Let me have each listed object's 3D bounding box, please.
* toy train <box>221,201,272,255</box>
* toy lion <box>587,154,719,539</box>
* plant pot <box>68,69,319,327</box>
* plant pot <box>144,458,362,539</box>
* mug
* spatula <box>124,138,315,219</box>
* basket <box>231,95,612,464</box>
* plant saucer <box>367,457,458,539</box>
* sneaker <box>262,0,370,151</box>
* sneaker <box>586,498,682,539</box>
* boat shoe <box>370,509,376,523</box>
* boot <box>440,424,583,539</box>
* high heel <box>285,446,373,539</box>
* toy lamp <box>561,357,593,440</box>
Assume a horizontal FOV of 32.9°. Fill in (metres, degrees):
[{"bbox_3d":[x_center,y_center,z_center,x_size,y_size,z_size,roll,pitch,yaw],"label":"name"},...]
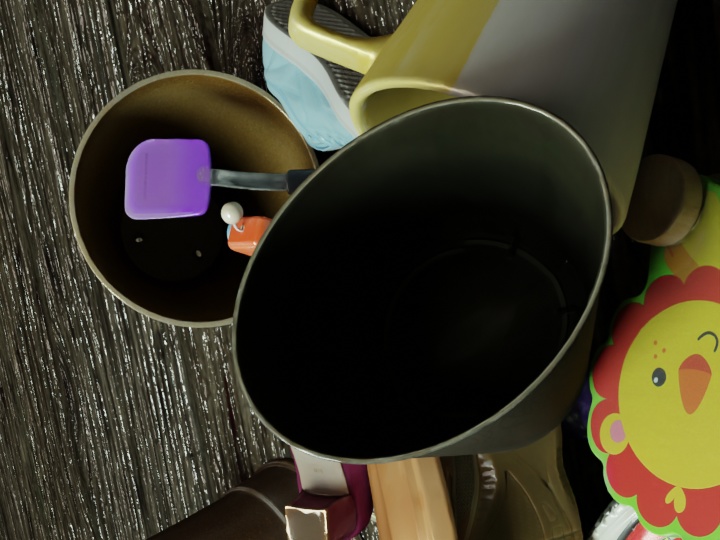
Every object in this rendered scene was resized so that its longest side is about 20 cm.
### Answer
[{"bbox_3d":[0.000,0.000,0.814,0.199,0.149,0.056,2,76,49],"label":"toy train"},{"bbox_3d":[0.191,0.039,0.583,0.199,0.068,0.194,-6,76,55],"label":"toy lion"},{"bbox_3d":[-0.141,-0.046,0.974,0.200,0.185,0.188,164,89,-74],"label":"plant pot"},{"bbox_3d":[-0.121,0.290,1.049,0.200,0.197,0.202,26,124,46],"label":"plant pot"},{"bbox_3d":[0.078,-0.126,0.621,0.149,0.186,0.154,-2,59,61],"label":"mug"},{"bbox_3d":[-0.068,-0.064,0.864,0.021,0.198,0.057,140,130,-83],"label":"spatula"},{"bbox_3d":[0.050,0.024,0.604,0.180,0.200,0.136,-40,70,4],"label":"basket"},{"bbox_3d":[0.034,0.172,0.757,0.200,0.037,0.202,170,90,-87],"label":"plant saucer"},{"bbox_3d":[-0.005,-0.111,0.849,0.200,0.073,0.082,52,148,40],"label":"sneaker"},{"bbox_3d":[0.164,0.204,0.743,0.085,0.077,0.201,41,137,24],"label":"sneaker"},{"bbox_3d":[-0.007,0.090,0.911,0.204,0.074,0.075,64,156,12],"label":"boat shoe"},{"bbox_3d":[0.079,0.138,0.772,0.155,0.072,0.202,155,110,-80],"label":"boot"},{"bbox_3d":[-0.019,0.091,0.833,0.067,0.096,0.202,11,105,19],"label":"high heel"},{"bbox_3d":[0.190,0.073,0.664,0.199,0.058,0.059,-8,97,53],"label":"toy lamp"}]
